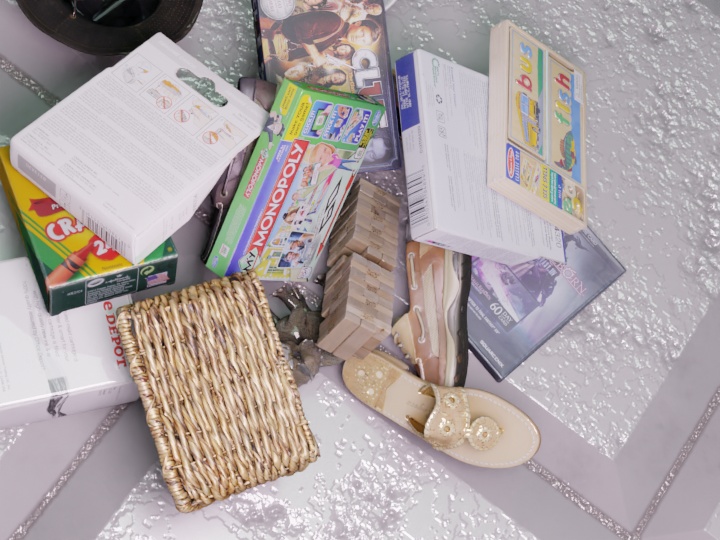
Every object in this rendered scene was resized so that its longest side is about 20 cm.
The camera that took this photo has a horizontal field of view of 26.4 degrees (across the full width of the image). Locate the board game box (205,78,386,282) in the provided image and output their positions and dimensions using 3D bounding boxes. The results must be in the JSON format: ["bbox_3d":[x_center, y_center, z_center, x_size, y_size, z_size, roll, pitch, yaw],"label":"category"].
[{"bbox_3d":[-0.063,-0.084,1.503,0.029,0.200,0.134,34,18,32],"label":"board game box"}]

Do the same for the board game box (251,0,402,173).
[{"bbox_3d":[-0.035,-0.197,1.576,0.135,0.035,0.201,-7,91,-15],"label":"board game box"}]

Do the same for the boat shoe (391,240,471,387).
[{"bbox_3d":[0.071,0.061,1.566,0.074,0.076,0.201,2,82,13],"label":"boat shoe"}]

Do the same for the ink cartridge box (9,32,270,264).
[{"bbox_3d":[-0.203,-0.120,1.448,0.161,0.050,0.200,37,56,15],"label":"ink cartridge box"}]

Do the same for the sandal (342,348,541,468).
[{"bbox_3d":[0.066,0.143,1.491,0.211,0.070,0.078,25,109,19],"label":"sandal"}]

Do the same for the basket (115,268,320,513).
[{"bbox_3d":[-0.151,0.117,1.444,0.149,0.143,0.200,-18,86,-23],"label":"basket"}]

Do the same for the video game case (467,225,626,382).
[{"bbox_3d":[0.172,0.006,1.642,0.200,0.019,0.143,-38,84,-22],"label":"video game case"}]

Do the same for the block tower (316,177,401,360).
[{"bbox_3d":[0.000,0.000,1.536,0.054,0.058,0.200,28,42,-20],"label":"block tower"}]

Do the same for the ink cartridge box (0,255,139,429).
[{"bbox_3d":[-0.315,0.067,1.453,0.199,0.084,0.146,-10,72,-18],"label":"ink cartridge box"}]

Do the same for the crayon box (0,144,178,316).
[{"bbox_3d":[-0.266,-0.065,1.456,0.127,0.051,0.200,-16,60,-20],"label":"crayon box"}]

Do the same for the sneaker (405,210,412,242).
[{"bbox_3d":[0.121,-0.093,1.634,0.099,0.078,0.200,33,67,-5],"label":"sneaker"}]

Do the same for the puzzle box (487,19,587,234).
[{"bbox_3d":[0.186,-0.151,1.607,0.133,0.025,0.200,26,55,-36],"label":"puzzle box"}]

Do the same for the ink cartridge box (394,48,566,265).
[{"bbox_3d":[0.123,-0.108,1.570,0.200,0.043,0.197,15,62,-43],"label":"ink cartridge box"}]

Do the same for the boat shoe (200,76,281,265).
[{"bbox_3d":[-0.125,-0.098,1.520,0.065,0.072,0.200,20,106,-9],"label":"boat shoe"}]

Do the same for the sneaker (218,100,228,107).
[{"bbox_3d":[-0.162,-0.105,1.565,0.200,0.074,0.079,-36,88,-23],"label":"sneaker"}]

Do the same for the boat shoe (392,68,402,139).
[{"bbox_3d":[0.002,-0.187,1.636,0.199,0.070,0.070,14,64,-10],"label":"boat shoe"}]

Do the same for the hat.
[{"bbox_3d":[-0.265,-0.283,1.598,0.200,0.081,0.201,5,62,-9],"label":"hat"}]

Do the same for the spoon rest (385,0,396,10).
[{"bbox_3d":[0.035,-0.342,1.708,0.200,0.061,0.100,-27,79,-23],"label":"spoon rest"}]

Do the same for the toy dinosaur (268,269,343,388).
[{"bbox_3d":[-0.046,0.061,1.542,0.200,0.077,0.102,-18,77,-53],"label":"toy dinosaur"}]
